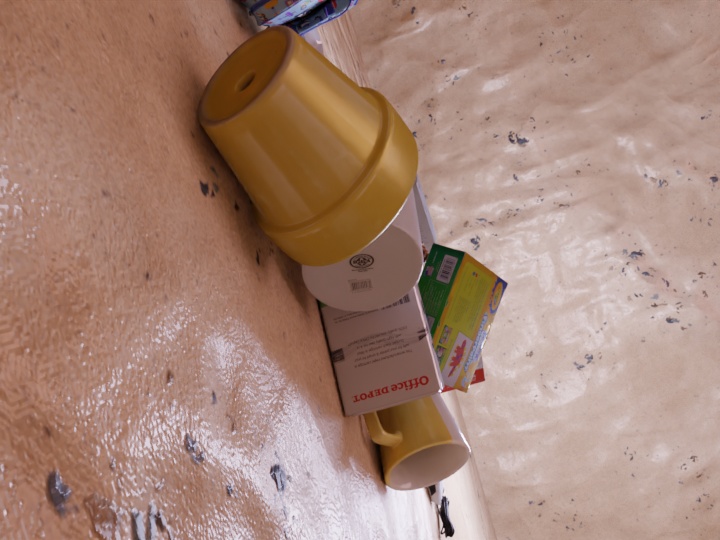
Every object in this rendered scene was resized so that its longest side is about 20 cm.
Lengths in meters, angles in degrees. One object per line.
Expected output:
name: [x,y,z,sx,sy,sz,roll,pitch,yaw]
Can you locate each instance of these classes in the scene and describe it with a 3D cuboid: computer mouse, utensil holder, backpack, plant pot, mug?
computer mouse: [0.176,0.489,1.453,0.110,0.043,0.206,-70,144,-73]
utensil holder: [-0.004,-0.076,0.847,0.204,0.165,0.172,-96,166,-44]
backpack: [-0.094,-0.423,0.945,0.137,0.178,0.201,63,16,-21]
plant pot: [-0.065,-0.141,0.683,0.189,0.197,0.205,43,28,-40]
mug: [0.086,0.245,1.050,0.189,0.145,0.156,73,-1,-50]

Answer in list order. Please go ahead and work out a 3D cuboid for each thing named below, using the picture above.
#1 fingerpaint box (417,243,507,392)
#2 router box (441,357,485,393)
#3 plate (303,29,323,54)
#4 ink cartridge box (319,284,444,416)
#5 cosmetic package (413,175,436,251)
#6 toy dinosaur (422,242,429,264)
fingerpaint box: [0.149,0.082,1.065,0.165,0.072,0.205,25,85,-49]
router box: [0.125,0.138,1.201,0.049,0.194,0.186,-169,-113,-76]
plate: [-0.121,-0.514,1.382,0.202,0.031,0.204,65,13,-50]
ink cartridge box: [0.028,0.092,0.927,0.084,0.141,0.206,35,40,-77]
cosmetic package: [0.091,-0.127,1.594,0.169,0.162,0.205,-86,156,-64]
toy dinosaur: [0.049,-0.042,1.176,0.197,0.137,0.103,33,31,1]
